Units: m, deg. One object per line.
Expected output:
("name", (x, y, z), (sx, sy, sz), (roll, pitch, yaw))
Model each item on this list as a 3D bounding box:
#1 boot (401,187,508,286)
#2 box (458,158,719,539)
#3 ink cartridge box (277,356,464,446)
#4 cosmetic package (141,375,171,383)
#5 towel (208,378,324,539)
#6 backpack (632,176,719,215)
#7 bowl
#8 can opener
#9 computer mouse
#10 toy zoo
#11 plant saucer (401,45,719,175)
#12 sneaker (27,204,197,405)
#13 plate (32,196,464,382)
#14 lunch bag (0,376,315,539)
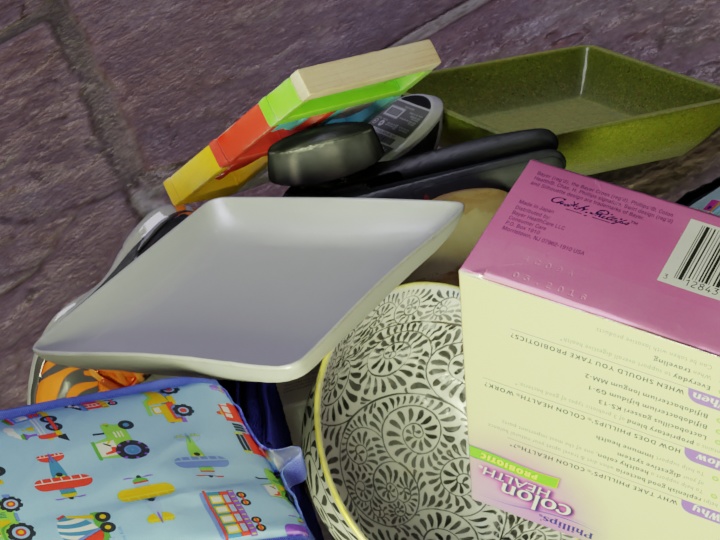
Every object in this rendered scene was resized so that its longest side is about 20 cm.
("boot", (0.000, 0.001, 1.433), (0.201, 0.071, 0.144), (-27, 13, -40))
("box", (0.155, 0.062, 1.205), (0.176, 0.200, 0.097), (18, 50, 21))
("ink cartridge box", (0.030, 0.044, 1.501), (0.145, 0.083, 0.200), (-17, 32, 20))
("cosmetic package", (-0.153, 0.091, 1.618), (0.082, 0.051, 0.200), (-36, 31, -13))
("towel", (-0.049, 0.144, 1.312), (0.049, 0.200, 0.148), (-11, 34, 5))
("backpack", (0.259, 0.005, 1.321), (0.200, 0.167, 0.127), (-29, 50, -5))
("bowl", (0.035, 0.116, 1.329), (0.094, 0.201, 0.201), (-32, 19, 51))
("can opener", (0.039, -0.060, 1.461), (0.199, 0.079, 0.063), (-6, 43, 3))
("computer mouse", (-0.009, -0.047, 1.548), (0.200, 0.044, 0.110), (-42, 27, -10))
("toy zoo", (-0.050, -0.094, 1.506), (0.131, 0.020, 0.200), (-18, -12, -44))
("plant saucer", (0.145, -0.113, 1.613), (0.200, 0.048, 0.200), (-13, 22, -27))
("sneaker", (-0.157, 0.051, 1.523), (0.200, 0.077, 0.112), (-58, 34, 6))
("plate", (-0.063, 0.014, 1.300), (0.200, 0.032, 0.200), (2, 31, 34))
("lunch bag", (-0.122, 0.127, 1.143), (0.200, 0.094, 0.151), (-18, 38, -17))
